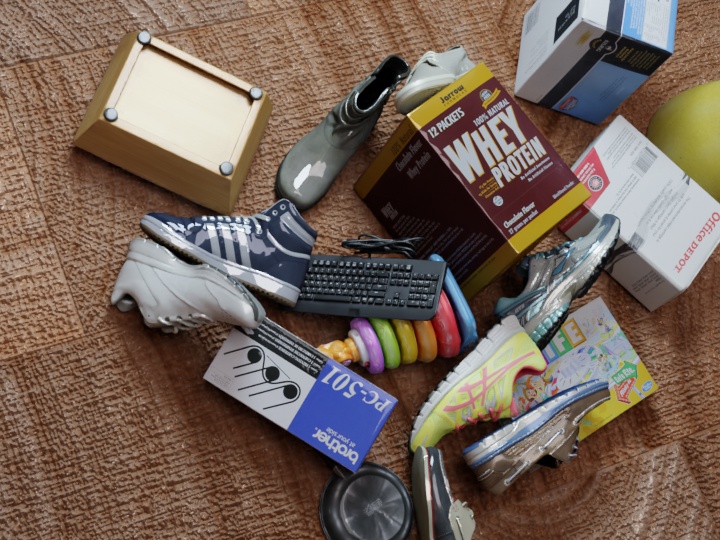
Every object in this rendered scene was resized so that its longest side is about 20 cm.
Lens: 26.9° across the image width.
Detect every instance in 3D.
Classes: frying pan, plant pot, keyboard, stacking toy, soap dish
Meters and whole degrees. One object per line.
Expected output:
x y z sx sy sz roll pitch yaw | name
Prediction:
0.000 0.234 1.695 0.114 0.031 0.192 -9 76 -25 | frying pan
0.494 -0.171 1.970 0.198 0.142 0.202 7 68 -17 | plant pot
0.000 0.000 1.715 0.198 0.040 0.105 3 61 22 | keyboard
0.027 0.075 1.734 0.198 0.116 0.111 -23 76 -15 | stacking toy
-0.211 -0.176 1.745 0.198 0.081 0.159 25 63 -9 | soap dish

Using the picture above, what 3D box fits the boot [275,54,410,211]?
-0.023 -0.169 1.783 0.068 0.131 0.201 38 62 -2 | boot

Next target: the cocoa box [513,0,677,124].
0.300 -0.300 1.915 0.130 0.200 0.135 17 64 -14 | cocoa box

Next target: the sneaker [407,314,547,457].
0.135 0.147 1.724 0.090 0.078 0.200 43 83 8 | sneaker

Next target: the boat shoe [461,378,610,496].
0.212 0.192 1.731 0.199 0.072 0.073 -28 85 -17 | boat shoe

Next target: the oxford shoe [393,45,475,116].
0.083 -0.227 1.779 0.058 0.075 0.200 59 29 -1 | oxford shoe

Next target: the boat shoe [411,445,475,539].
0.099 0.293 1.676 0.062 0.071 0.202 -8 81 -10 | boat shoe

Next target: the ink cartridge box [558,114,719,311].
0.350 -0.071 1.910 0.200 0.084 0.144 41 61 1 | ink cartridge box

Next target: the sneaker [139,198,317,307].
-0.143 -0.047 1.707 0.198 0.070 0.109 26 85 -12 | sneaker

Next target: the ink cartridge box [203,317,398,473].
-0.066 0.132 1.668 0.199 0.044 0.095 31 84 2 | ink cartridge box

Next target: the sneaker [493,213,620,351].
0.235 -0.002 1.799 0.086 0.078 0.200 37 72 12 | sneaker

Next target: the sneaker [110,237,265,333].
-0.188 0.034 1.648 0.199 0.075 0.088 18 74 33 | sneaker

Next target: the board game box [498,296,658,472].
0.248 0.136 1.819 0.199 0.034 0.135 -29 81 -27 | board game box

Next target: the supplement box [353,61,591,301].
0.126 -0.094 1.772 0.132 0.197 0.201 -36 84 -28 | supplement box
